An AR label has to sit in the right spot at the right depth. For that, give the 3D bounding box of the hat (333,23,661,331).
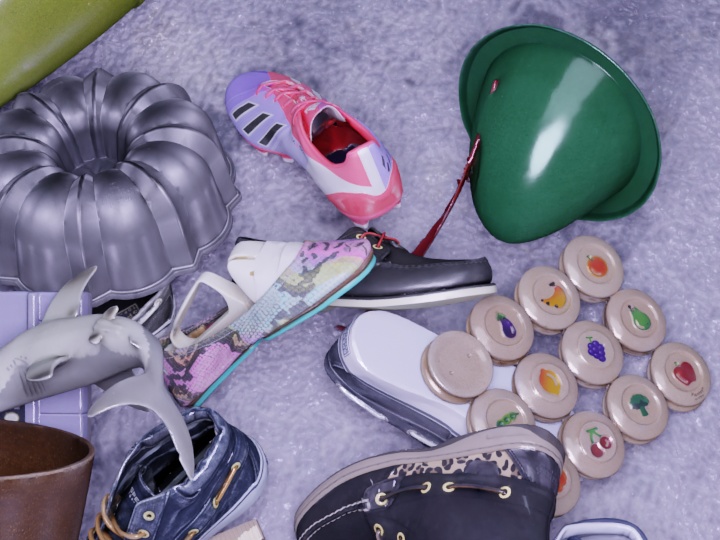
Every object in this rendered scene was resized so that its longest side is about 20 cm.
[{"bbox_3d":[0.098,-0.046,1.467,0.165,0.200,0.176,25,51,21],"label":"hat"}]

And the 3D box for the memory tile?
[{"bbox_3d":[0.147,0.070,1.462,0.200,0.017,0.153,-33,82,-34],"label":"memory tile"}]

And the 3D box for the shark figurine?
[{"bbox_3d":[-0.157,0.070,1.342,0.214,0.090,0.128,3,47,48],"label":"shark figurine"}]

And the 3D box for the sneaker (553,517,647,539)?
[{"bbox_3d":[0.114,0.238,1.368,0.200,0.109,0.070,-38,71,-19],"label":"sneaker"}]

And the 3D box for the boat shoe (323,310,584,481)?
[{"bbox_3d":[0.066,0.099,1.461,0.200,0.068,0.072,26,57,-12],"label":"boat shoe"}]

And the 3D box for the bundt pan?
[{"bbox_3d":[-0.189,-0.072,1.492,0.201,0.076,0.202,-4,45,3],"label":"bundt pan"}]

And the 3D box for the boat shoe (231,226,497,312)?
[{"bbox_3d":[-0.001,0.000,1.464,0.201,0.074,0.063,-1,87,25],"label":"boat shoe"}]

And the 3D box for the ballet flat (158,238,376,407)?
[{"bbox_3d":[-0.078,0.023,1.426,0.071,0.200,0.069,47,34,-8],"label":"ballet flat"}]

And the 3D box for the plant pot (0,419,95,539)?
[{"bbox_3d":[-0.265,0.208,1.320,0.186,0.187,0.201,2,97,-2],"label":"plant pot"}]

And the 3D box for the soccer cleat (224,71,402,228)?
[{"bbox_3d":[-0.038,-0.107,1.524,0.067,0.077,0.200,-32,47,-16],"label":"soccer cleat"}]

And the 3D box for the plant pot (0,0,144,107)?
[{"bbox_3d":[-0.271,-0.215,1.542,0.200,0.200,0.193,36,79,14],"label":"plant pot"}]

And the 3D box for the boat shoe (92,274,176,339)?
[{"bbox_3d":[-0.221,0.055,1.466,0.200,0.064,0.071,-33,69,-17],"label":"boat shoe"}]

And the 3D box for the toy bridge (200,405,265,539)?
[{"bbox_3d":[-0.098,0.193,1.425,0.067,0.027,0.200,-21,67,-10],"label":"toy bridge"}]

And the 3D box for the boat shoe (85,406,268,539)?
[{"bbox_3d":[-0.152,0.171,1.376,0.200,0.091,0.071,-46,61,-5],"label":"boat shoe"}]

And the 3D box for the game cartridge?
[{"bbox_3d":[-0.282,0.078,1.421,0.199,0.038,0.130,0,85,8],"label":"game cartridge"}]

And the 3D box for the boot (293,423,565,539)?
[{"bbox_3d":[0.043,0.192,1.354,0.200,0.073,0.151,-18,44,20],"label":"boot"}]
